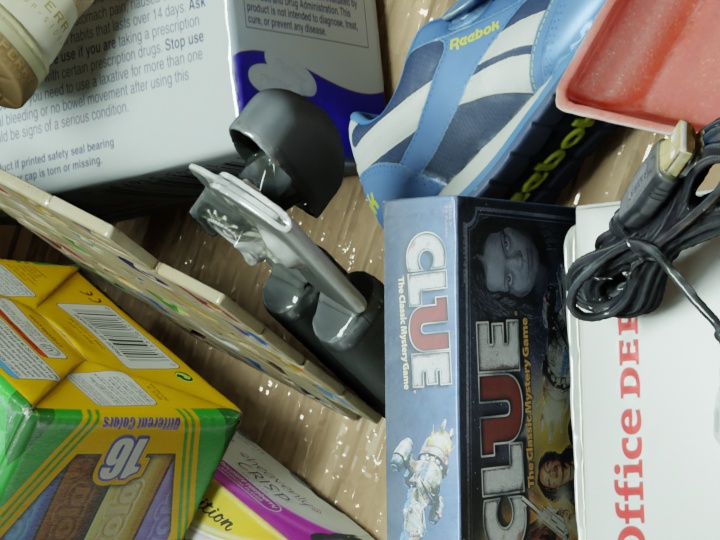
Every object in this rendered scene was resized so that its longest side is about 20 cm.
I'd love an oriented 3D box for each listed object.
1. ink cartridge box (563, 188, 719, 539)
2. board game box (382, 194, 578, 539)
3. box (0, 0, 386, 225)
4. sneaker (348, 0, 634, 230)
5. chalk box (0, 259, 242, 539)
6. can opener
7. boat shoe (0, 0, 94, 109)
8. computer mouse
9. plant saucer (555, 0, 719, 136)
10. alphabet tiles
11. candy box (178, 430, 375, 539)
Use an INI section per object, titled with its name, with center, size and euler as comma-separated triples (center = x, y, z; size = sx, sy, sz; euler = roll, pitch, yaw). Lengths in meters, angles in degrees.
[ink cartridge box]
center = 0.179, 0.042, 0.970
size = 0.199, 0.083, 0.148
euler = -5, 84, 37
[board game box]
center = 0.061, 0.077, 1.026
size = 0.034, 0.135, 0.201
euler = -3, 87, 37
[box]
center = -0.093, -0.130, 1.173
size = 0.183, 0.105, 0.201
euler = -10, 83, 37
[sneaker]
center = 0.065, -0.084, 1.071
size = 0.200, 0.074, 0.082
euler = -45, 61, 26
[chalk box]
center = -0.162, 0.108, 1.127
size = 0.124, 0.123, 0.201
euler = 38, 110, 35
[can opener]
center = 0.000, 0.000, 1.052
size = 0.053, 0.200, 0.067
euler = 29, 81, 34
[boat shoe]
center = -0.175, -0.120, 1.138
size = 0.200, 0.071, 0.065
euler = 25, 69, 45
[computer mouse]
center = 0.150, 0.045, 0.907
size = 0.200, 0.044, 0.110
euler = 55, 139, 21
[plant saucer]
center = 0.191, -0.112, 0.946
size = 0.199, 0.037, 0.201
euler = 17, 70, 44
[alphabet tiles]
center = -0.082, 0.006, 1.105
size = 0.166, 0.200, 0.006
euler = 26, 82, 35
[candy box]
center = -0.094, 0.164, 1.187
size = 0.136, 0.061, 0.201
euler = 35, 108, 34
